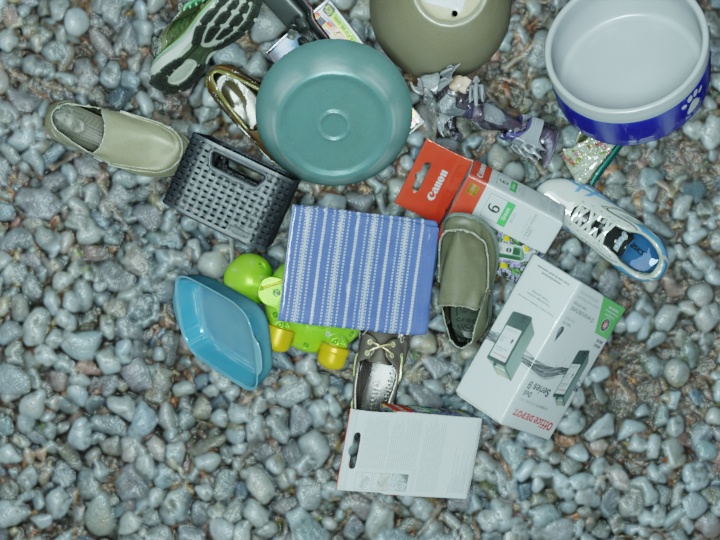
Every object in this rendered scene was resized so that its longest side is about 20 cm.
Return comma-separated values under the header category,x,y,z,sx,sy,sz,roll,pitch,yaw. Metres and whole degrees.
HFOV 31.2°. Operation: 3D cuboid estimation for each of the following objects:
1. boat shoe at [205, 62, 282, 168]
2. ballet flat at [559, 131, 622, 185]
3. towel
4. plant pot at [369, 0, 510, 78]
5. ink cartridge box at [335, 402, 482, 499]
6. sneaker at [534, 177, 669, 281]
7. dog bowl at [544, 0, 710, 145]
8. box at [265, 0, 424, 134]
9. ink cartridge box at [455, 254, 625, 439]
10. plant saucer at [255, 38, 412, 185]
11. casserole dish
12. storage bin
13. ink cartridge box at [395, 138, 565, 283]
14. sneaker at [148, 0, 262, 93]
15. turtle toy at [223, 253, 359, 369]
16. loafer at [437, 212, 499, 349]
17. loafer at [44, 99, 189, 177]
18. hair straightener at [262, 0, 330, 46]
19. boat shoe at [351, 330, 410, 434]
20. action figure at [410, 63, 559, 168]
category,x,y,z,sx,sy,sz,roll,pitch,yaw
boat shoe,-0.119,-0.186,1.649,0.199,0.068,0.072,36,94,-3
ballet flat,0.331,-0.199,1.648,0.064,0.076,0.200,41,90,14
towel,0.000,0.000,1.596,0.197,0.024,0.147,7,91,-17
plant pot,0.103,-0.332,1.571,0.184,0.200,0.191,0,95,1
ink cartridge box,0.055,0.229,1.651,0.197,0.050,0.111,8,95,-28
sneaker,0.313,-0.056,1.657,0.199,0.072,0.072,33,96,-1
dog bowl,0.331,-0.259,1.588,0.197,0.079,0.203,-8,62,15
box,-0.019,-0.236,1.662,0.110,0.035,0.201,-39,94,4
ink cartridge box,0.228,0.101,1.627,0.084,0.145,0.202,33,96,37
plant saucer,-0.033,-0.185,1.593,0.197,0.036,0.202,-1,123,-1
casserole dish,-0.170,0.072,1.629,0.038,0.199,0.123,-23,121,-33
storage bin,-0.155,-0.098,1.590,0.134,0.200,0.095,25,95,-2
ink cartridge box,0.148,-0.073,1.639,0.198,0.051,0.110,26,122,-2
sneaker,-0.204,-0.315,1.612,0.199,0.076,0.089,-38,61,27
turtle toy,-0.079,0.033,1.647,0.197,0.101,0.148,18,93,-9
loafer,0.134,0.018,1.617,0.074,0.070,0.202,5,130,18
loafer,-0.315,-0.168,1.652,0.197,0.068,0.077,14,95,-1
hair straightener,-0.074,-0.290,1.606,0.041,0.077,0.201,-28,101,35
boat shoe,0.025,0.119,1.678,0.071,0.060,0.203,10,95,0
action figure,0.152,-0.197,1.625,0.198,0.130,0.070,24,83,-10
